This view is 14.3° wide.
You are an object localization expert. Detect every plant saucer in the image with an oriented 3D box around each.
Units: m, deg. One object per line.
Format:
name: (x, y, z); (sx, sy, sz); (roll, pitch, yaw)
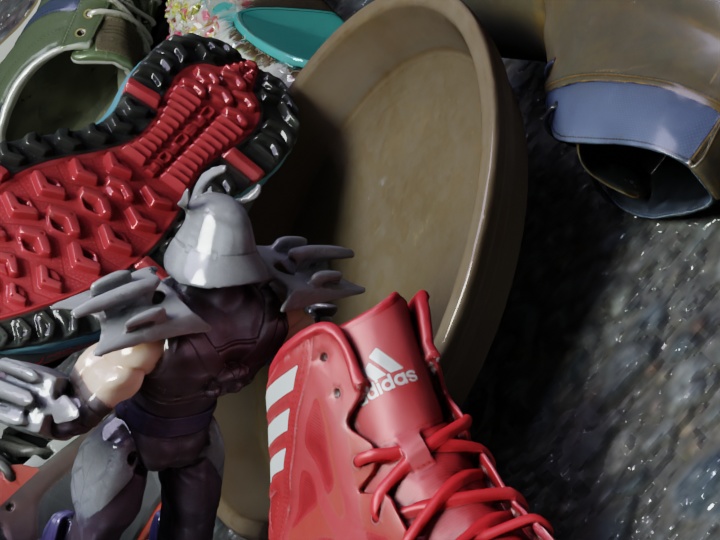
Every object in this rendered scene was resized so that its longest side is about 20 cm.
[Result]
plant saucer: (0.000, 0.000, 0.993); (0.200, 0.029, 0.201); (-42, 38, 45)

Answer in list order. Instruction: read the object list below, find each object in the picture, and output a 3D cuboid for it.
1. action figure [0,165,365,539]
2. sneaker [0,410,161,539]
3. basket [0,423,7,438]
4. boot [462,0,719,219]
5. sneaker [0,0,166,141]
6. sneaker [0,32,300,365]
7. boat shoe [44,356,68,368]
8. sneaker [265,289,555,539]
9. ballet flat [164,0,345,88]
action figure: (-0.067, 0.054, 0.920); (0.069, 0.130, 0.201); (46, 130, 44)
sneaker: (-0.111, 0.079, 1.057); (0.077, 0.082, 0.201); (-10, 49, 51)
basket: (-0.244, 0.067, 1.218); (0.200, 0.135, 0.124); (15, 73, 60)
boot: (0.075, -0.071, 0.967); (0.200, 0.075, 0.097); (0, 54, 54)
sneaker: (-0.116, -0.108, 1.312); (0.201, 0.067, 0.090); (-54, 36, -4)
sneaker: (-0.091, -0.002, 0.998); (0.200, 0.079, 0.096); (-39, -17, -51)
boat shoe: (-0.123, 0.001, 1.116); (0.073, 0.063, 0.200); (-40, 1, 17)
sneaker: (0.018, 0.071, 0.825); (0.078, 0.116, 0.200); (-17, 15, -28)
ballet flat: (-0.036, -0.083, 1.172); (0.200, 0.075, 0.064); (-121, 41, -65)
